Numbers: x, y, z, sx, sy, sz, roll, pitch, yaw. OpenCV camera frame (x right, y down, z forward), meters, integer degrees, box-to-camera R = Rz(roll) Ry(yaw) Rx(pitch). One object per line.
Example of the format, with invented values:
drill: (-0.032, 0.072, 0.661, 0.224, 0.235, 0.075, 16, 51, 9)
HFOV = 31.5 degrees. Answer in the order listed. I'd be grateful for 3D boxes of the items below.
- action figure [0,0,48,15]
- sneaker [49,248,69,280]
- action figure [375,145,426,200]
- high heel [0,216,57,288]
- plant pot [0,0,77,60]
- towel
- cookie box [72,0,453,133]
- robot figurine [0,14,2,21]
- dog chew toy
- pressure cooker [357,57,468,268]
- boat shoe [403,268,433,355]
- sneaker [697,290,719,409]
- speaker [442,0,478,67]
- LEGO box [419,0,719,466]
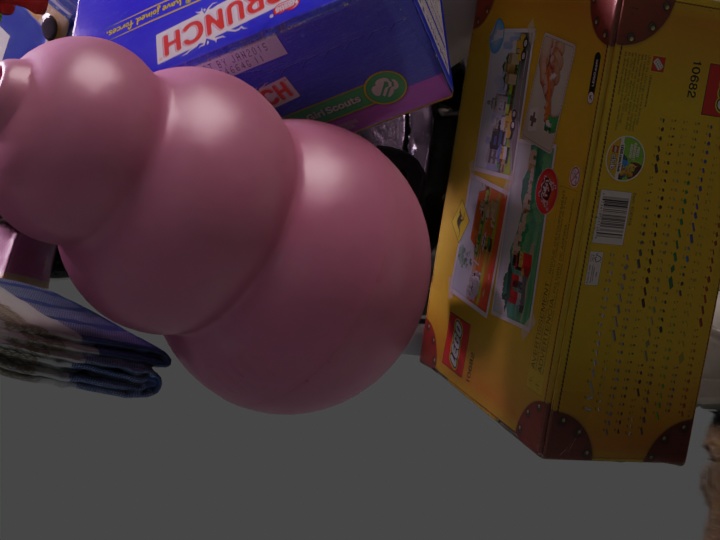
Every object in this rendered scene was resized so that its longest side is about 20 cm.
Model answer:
action figure: (-0.260, -0.187, 0.654, 0.065, 0.100, 0.199, 7, 10, 44)
sneaker: (-0.160, -0.026, 0.764, 0.198, 0.075, 0.080, 9, -6, -29)
action figure: (-0.065, -0.034, 0.657, 0.198, 0.132, 0.069, 12, 2, 28)
high heel: (-0.210, -0.054, 0.621, 0.067, 0.097, 0.199, 8, -6, 35)
plant pot: (-0.203, -0.156, 0.925, 0.200, 0.201, 0.179, 42, 32, 24)
towel: (-0.194, 0.014, 0.531, 0.198, 0.024, 0.146, 14, 4, -39)
cookie box: (-0.050, -0.147, 0.621, 0.169, 0.075, 0.202, -18, 47, 17)
robot figurine: (-0.286, -0.100, 0.787, 0.115, 0.177, 0.200, 36, -19, -16)
dog chew toy: (-0.064, -0.022, 0.511, 0.199, 0.126, 0.124, 30, -4, -36)
pressure cooker: (0.093, -0.073, 0.817, 0.198, 0.181, 0.176, 3, -27, -24)
boat shoe: (0.000, 0.000, 0.707, 0.197, 0.072, 0.072, 10, 9, -4)
sneaker: (0.200, 0.034, 0.665, 0.198, 0.088, 0.074, 13, 13, 27)
speaker: (0.048, -0.155, 0.678, 0.199, 0.082, 0.081, -33, 3, 11)
LEGO box: (0.101, -0.030, 0.598, 0.076, 0.203, 0.149, 5, 11, -19)
